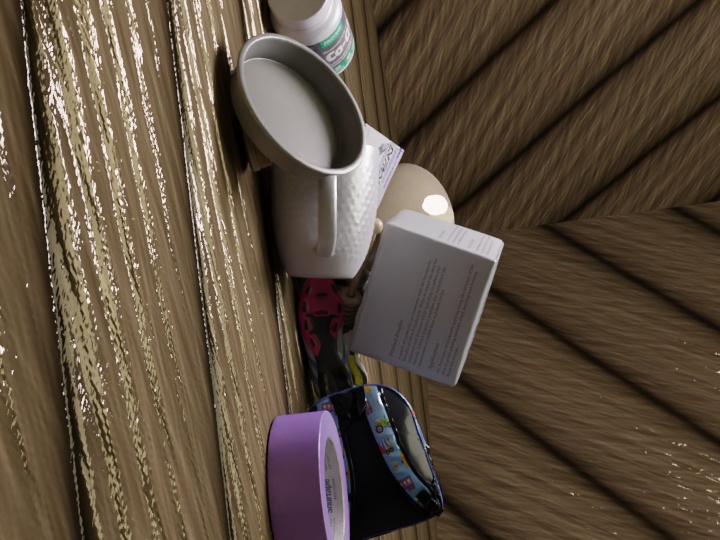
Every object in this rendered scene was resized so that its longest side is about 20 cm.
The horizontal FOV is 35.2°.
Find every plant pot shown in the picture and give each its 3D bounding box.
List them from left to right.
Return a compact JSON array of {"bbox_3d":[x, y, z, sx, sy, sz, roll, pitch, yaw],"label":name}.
[{"bbox_3d":[0.041,-0.073,1.931,0.134,0.199,0.202,-16,101,-47],"label":"plant pot"}]

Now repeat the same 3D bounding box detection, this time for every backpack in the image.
[{"bbox_3d":[0.006,0.261,1.568,0.135,0.181,0.202,102,-30,-86],"label":"backpack"}]

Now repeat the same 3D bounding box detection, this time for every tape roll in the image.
[{"bbox_3d":[-0.061,0.277,1.399,0.200,0.065,0.202,-7,90,-84],"label":"tape roll"}]

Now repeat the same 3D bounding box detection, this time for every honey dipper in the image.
[{"bbox_3d":[0.000,0.000,1.638,0.038,0.038,0.201,-91,-164,-44],"label":"honey dipper"}]

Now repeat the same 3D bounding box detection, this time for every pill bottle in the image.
[{"bbox_3d":[-0.078,-0.384,1.758,0.200,0.112,0.114,56,27,-74],"label":"pill bottle"}]

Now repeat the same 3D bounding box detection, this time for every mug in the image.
[{"bbox_3d":[-0.048,-0.079,1.506,0.200,0.146,0.177,164,-72,-85],"label":"mug"}]

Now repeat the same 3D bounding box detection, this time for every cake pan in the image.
[{"bbox_3d":[-0.078,-0.195,1.385,0.199,0.037,0.201,28,44,-31],"label":"cake pan"}]

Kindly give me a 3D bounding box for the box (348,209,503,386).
[{"bbox_3d":[0.101,0.034,1.697,0.200,0.170,0.201,-45,152,-76],"label":"box"}]

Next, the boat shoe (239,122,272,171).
[{"bbox_3d":[-0.114,-0.203,1.455,0.201,0.066,0.074,-90,170,-46],"label":"boat shoe"}]

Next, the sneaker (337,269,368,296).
[{"bbox_3d":[-0.031,0.008,1.826,0.114,0.075,0.200,59,-1,43],"label":"sneaker"}]

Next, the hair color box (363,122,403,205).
[{"bbox_3d":[-0.007,-0.161,1.706,0.110,0.064,0.200,-65,160,3],"label":"hair color box"}]

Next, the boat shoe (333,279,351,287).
[{"bbox_3d":[-0.018,-0.055,1.658,0.072,0.067,0.201,-79,-176,-50],"label":"boat shoe"}]

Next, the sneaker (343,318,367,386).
[{"bbox_3d":[-0.039,0.109,1.801,0.085,0.074,0.201,-110,-172,-45],"label":"sneaker"}]

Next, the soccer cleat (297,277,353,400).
[{"bbox_3d":[-0.057,0.107,1.669,0.086,0.069,0.202,158,-77,-74],"label":"soccer cleat"}]
